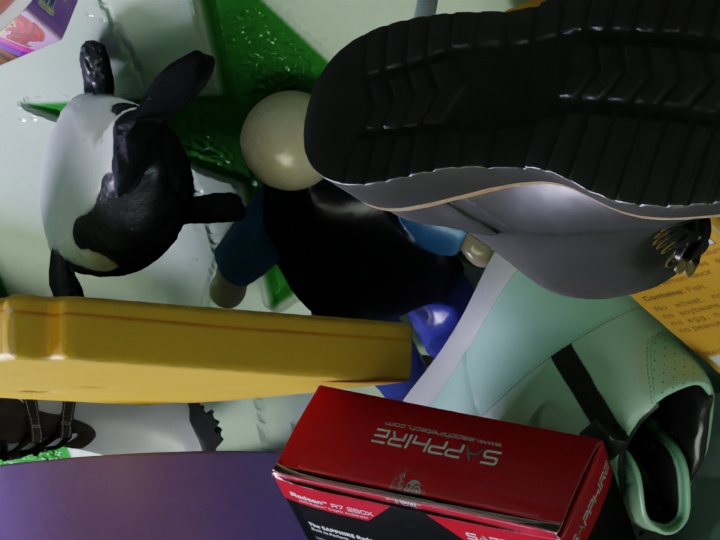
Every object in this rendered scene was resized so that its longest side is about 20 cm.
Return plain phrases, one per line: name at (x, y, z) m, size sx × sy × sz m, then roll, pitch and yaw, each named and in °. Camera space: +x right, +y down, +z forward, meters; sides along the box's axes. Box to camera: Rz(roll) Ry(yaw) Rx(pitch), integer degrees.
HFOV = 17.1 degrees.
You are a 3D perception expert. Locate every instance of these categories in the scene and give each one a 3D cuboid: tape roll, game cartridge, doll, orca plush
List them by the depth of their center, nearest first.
orca plush at (-0.077, -0.042, 0.939) m, size 0.071 × 0.106 × 0.200 m, roll 5°, pitch 161°, yaw -16°
game cartridge at (-0.106, 0.032, 0.970) m, size 0.176 × 0.033 × 0.200 m, roll 6°, pitch 170°, yaw -37°
doll at (0.000, 0.000, 1.003) m, size 0.136 × 0.049 × 0.200 m, roll -6°, pitch 142°, yaw 23°
tape roll at (-0.106, 0.140, 1.165) m, size 0.199 × 0.085 × 0.200 m, roll -4°, pitch 170°, yaw -1°

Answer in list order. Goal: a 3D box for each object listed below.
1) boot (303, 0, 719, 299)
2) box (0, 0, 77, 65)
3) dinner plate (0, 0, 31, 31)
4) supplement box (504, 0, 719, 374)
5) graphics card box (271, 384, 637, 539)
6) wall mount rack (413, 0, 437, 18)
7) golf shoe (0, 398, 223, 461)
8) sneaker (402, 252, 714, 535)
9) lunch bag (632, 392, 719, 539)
boot at (0.100, -0.033, 0.748) m, size 0.199 × 0.078 × 0.138 m, roll 6°, pitch 163°, yaw 41°
box at (-0.219, -0.141, 0.903) m, size 0.136 × 0.039 × 0.200 m, roll -16°, pitch 135°, yaw 41°
dinner plate at (-0.194, -0.139, 0.784) m, size 0.199 × 0.024 × 0.201 m, roll 5°, pitch 143°, yaw 4°
supplement box at (0.128, -0.023, 0.886) m, size 0.069 × 0.067 × 0.200 m, roll -12°, pitch 137°, yaw 43°
graphics card box at (0.054, 0.131, 0.964) m, size 0.125 × 0.051 × 0.200 m, roll 9°, pitch 143°, yaw 28°
wall mount rack at (0.016, -0.131, 0.727) m, size 0.199 × 0.075 × 0.174 m, roll -11°, pitch 141°, yaw 38°
golf shoe at (-0.165, 0.067, 1.155) m, size 0.199 × 0.095 × 0.078 m, roll 25°, pitch 147°, yaw -14°
sneaker at (0.073, 0.084, 0.975) m, size 0.073 × 0.118 × 0.201 m, roll -8°, pitch 137°, yaw -33°
lunch bag at (0.164, 0.147, 1.085) m, size 0.170 × 0.122 × 0.200 m, roll -12°, pitch 143°, yaw 42°
